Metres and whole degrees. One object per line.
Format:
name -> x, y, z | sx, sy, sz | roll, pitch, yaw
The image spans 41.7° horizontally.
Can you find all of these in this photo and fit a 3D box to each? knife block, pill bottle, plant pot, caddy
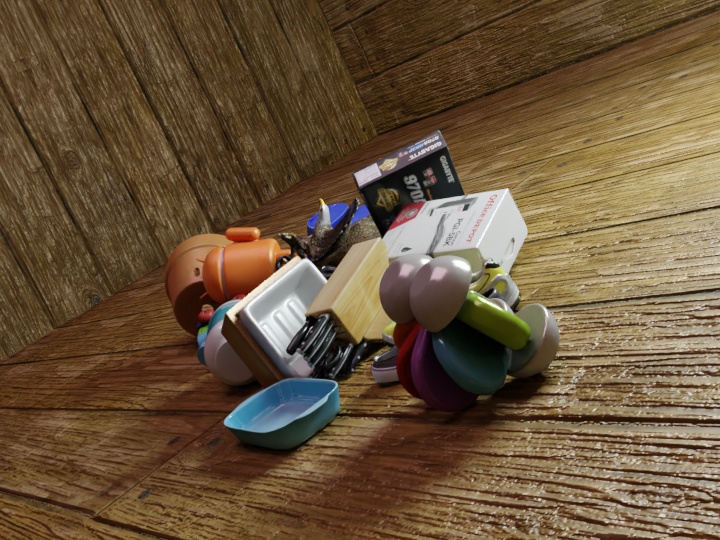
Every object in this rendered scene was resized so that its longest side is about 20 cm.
knife block -> -0.035, 0.053, 1.343 | 0.174, 0.204, 0.063 | 4, -12, -44
pill bottle -> -0.199, 0.120, 1.543 | 0.110, 0.112, 0.200 | -26, 11, -2
plant pot -> -0.312, 0.046, 1.953 | 0.198, 0.202, 0.141 | -24, 28, 10
caddy -> -0.035, -0.067, 2.014 | 0.139, 0.107, 0.200 | 6, 25, 21

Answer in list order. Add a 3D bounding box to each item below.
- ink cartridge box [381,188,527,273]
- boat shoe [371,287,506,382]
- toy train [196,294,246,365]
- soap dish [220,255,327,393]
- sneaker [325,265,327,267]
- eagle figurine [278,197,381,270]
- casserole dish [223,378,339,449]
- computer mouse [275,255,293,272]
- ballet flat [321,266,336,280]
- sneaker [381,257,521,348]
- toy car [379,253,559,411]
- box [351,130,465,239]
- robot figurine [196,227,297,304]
ink cartridge box -> 0.134, -0.040, 1.439 | 0.198, 0.083, 0.147 | -7, 37, 38
boat shoe -> 0.096, 0.078, 1.196 | 0.198, 0.067, 0.070 | -23, 12, 18
toy train -> -0.209, 0.103, 1.736 | 0.197, 0.085, 0.116 | -23, 24, 9
soap dish -> -0.104, 0.087, 1.404 | 0.081, 0.158, 0.200 | -38, 2, 39
sneaker -> -0.002, -0.034, 1.854 | 0.198, 0.079, 0.085 | -24, 11, 14
eagle figurine -> -0.046, -0.057, 1.694 | 0.197, 0.152, 0.153 | -3, 39, 34
casserole dish -> -0.098, 0.187, 1.224 | 0.120, 0.039, 0.199 | -34, 13, -30
computer mouse -> -0.067, 0.033, 1.527 | 0.059, 0.199, 0.034 | -54, -26, -6
ballet flat -> -0.054, 0.009, 1.795 | 0.197, 0.074, 0.073 | -20, 13, 16
sneaker -> 0.114, 0.045, 1.277 | 0.198, 0.077, 0.076 | -24, 14, 15
toy car -> 0.103, 0.078, 1.035 | 0.152, 0.174, 0.199 | -64, 21, -8
box -> 0.091, -0.118, 1.558 | 0.157, 0.201, 0.046 | -25, 50, 3
robot figurine -> -0.217, 0.001, 1.814 | 0.196, 0.145, 0.117 | -8, 37, 5
